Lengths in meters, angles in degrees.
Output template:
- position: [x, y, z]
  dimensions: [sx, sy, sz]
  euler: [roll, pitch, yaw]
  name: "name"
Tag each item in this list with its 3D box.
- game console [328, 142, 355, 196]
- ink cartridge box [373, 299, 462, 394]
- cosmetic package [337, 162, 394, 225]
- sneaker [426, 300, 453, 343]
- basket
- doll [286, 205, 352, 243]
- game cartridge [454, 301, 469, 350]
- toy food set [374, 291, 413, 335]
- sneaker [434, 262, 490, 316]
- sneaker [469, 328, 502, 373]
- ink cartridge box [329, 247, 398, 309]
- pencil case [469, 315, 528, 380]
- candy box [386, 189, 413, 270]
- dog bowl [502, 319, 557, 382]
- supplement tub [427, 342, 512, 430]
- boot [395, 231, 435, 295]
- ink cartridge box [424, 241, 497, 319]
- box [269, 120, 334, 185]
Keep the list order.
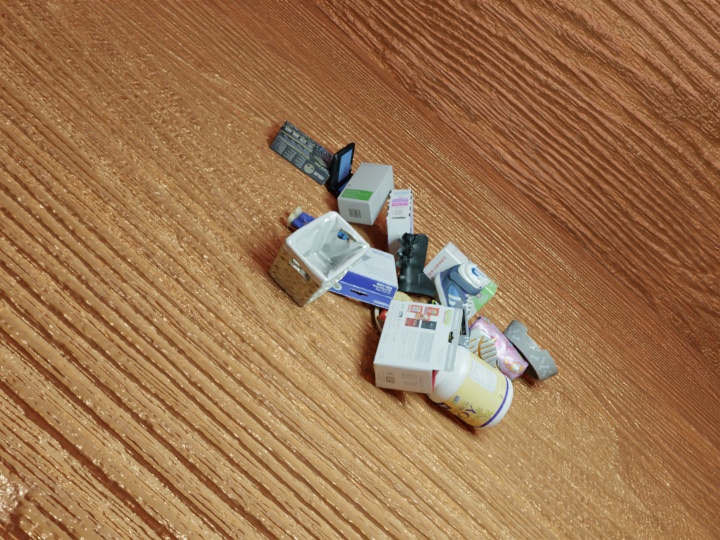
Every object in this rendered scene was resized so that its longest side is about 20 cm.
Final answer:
- position: [-0.017, -0.294, 1.981]
  dimensions: [0.115, 0.178, 0.200]
  euler: [15, 25, 10]
  name: "game console"
- position: [0.135, 0.171, 1.408]
  dimensions: [0.173, 0.085, 0.201]
  euler: [5, 42, 14]
  name: "ink cartridge box"
- position: [0.019, -0.231, 1.862]
  dimensions: [0.106, 0.085, 0.201]
  euler: [8, 45, 19]
  name: "cosmetic package"
- position: [0.226, 0.166, 1.682]
  dimensions: [0.076, 0.075, 0.201]
  euler: [30, 33, -32]
  name: "sneaker"
- position: [-0.097, -0.026, 1.443]
  dimensions: [0.136, 0.124, 0.200]
  euler: [44, 41, 6]
  name: "basket"
- position: [-0.090, -0.094, 1.606]
  dimensions: [0.198, 0.049, 0.137]
  euler: [25, 37, 7]
  name: "doll"
- position: [0.265, 0.189, 1.646]
  dimensions: [0.040, 0.135, 0.201]
  euler: [-3, 28, 8]
  name: "game cartridge"
- position: [0.120, 0.148, 1.594]
  dimensions: [0.198, 0.049, 0.200]
  euler: [47, 27, 9]
  name: "toy food set"
- position: [0.306, 0.078, 1.768]
  dimensions: [0.080, 0.145, 0.202]
  euler: [-26, 97, -61]
  name: "sneaker"
- position: [0.333, 0.240, 1.675]
  dimensions: [0.077, 0.077, 0.202]
  euler: [-92, 161, -69]
  name: "sneaker"
- position: [0.000, 0.000, 1.613]
  dimensions: [0.197, 0.041, 0.201]
  euler: [18, 34, -15]
  name: "ink cartridge box"
- position: [0.390, 0.226, 1.802]
  dimensions: [0.200, 0.088, 0.087]
  euler: [48, 28, 12]
  name: "pencil case"
- position: [0.120, -0.125, 1.853]
  dimensions: [0.071, 0.170, 0.201]
  euler: [-1, 31, 7]
  name: "candy box"
- position: [0.492, 0.243, 1.842]
  dimensions: [0.201, 0.058, 0.200]
  euler: [53, -4, 5]
  name: "dog bowl"
- position: [0.244, 0.269, 1.480]
  dimensions: [0.199, 0.146, 0.146]
  euler: [34, 28, -14]
  name: "supplement tub"
- position: [0.162, -0.016, 1.745]
  dimensions: [0.073, 0.165, 0.198]
  euler: [6, -4, 32]
  name: "boot"
- position: [0.283, 0.038, 1.858]
  dimensions: [0.200, 0.146, 0.084]
  euler: [44, 27, 3]
  name: "ink cartridge box"
- position: [-0.175, -0.370, 1.949]
  dimensions: [0.199, 0.049, 0.162]
  euler: [34, 27, -15]
  name: "box"
